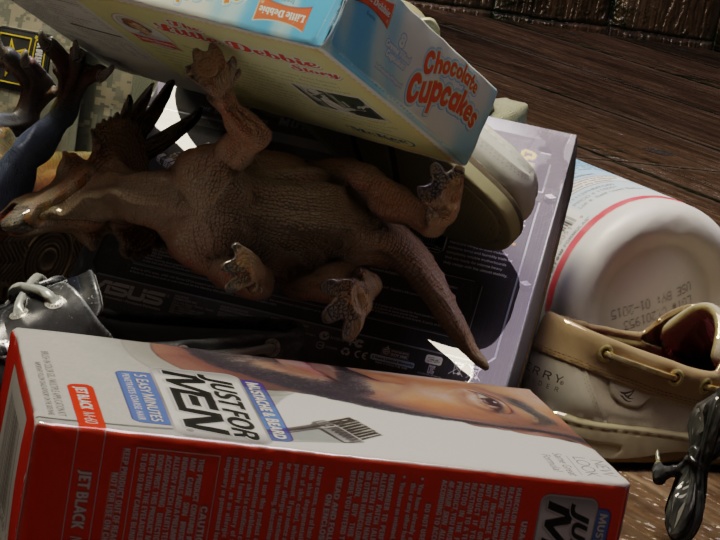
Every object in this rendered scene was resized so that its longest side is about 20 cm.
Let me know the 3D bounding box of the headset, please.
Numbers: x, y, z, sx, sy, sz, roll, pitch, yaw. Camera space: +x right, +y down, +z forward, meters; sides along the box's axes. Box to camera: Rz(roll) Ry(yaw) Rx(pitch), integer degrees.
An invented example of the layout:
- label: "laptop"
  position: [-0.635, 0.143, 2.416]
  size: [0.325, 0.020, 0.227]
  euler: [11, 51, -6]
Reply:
- label: "headset"
  position: [0.203, 0.089, 0.839]
  size: [0.199, 0.095, 0.123]
  euler: [21, -2, -41]

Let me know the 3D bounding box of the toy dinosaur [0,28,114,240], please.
- label: "toy dinosaur"
  position: [-0.172, -0.017, 0.831]
  size: [0.105, 0.182, 0.200]
  euler: [13, -24, 42]

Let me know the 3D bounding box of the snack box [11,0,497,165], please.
- label: "snack box"
  position: [-0.057, -0.099, 0.774]
  size: [0.199, 0.037, 0.116]
  euler: [18, -8, 34]

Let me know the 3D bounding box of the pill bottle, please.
- label: "pill bottle"
  position: [0.099, -0.007, 1.036]
  size: [0.108, 0.110, 0.200]
  euler: [4, 15, -30]

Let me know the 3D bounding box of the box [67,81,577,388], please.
- label: "box"
  position: [-0.016, -0.010, 0.876]
  size: [0.198, 0.049, 0.159]
  euler: [13, 54, 8]

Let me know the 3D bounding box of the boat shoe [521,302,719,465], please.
- label: "boat shoe"
  position: [0.158, 0.050, 0.922]
  size: [0.199, 0.070, 0.074]
  euler: [2, 15, -37]

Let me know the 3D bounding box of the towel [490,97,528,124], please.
- label: "towel"
  position: [-0.036, -0.053, 1.049]
  size: [0.192, 0.035, 0.200]
  euler: [-7, 15, 42]

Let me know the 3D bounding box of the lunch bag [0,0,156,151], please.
- label: "lunch bag"
  position: [-0.149, -0.122, 1.201]
  size: [0.198, 0.165, 0.118]
  euler: [8, 6, -5]

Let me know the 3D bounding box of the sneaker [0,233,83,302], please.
- label: "sneaker"
  position: [-0.218, -0.027, 0.939]
  size: [0.108, 0.071, 0.199]
  euler: [22, 19, 35]

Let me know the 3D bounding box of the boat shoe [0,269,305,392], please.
- label: "boat shoe"
  position: [-0.117, 0.032, 0.760]
  size: [0.198, 0.068, 0.072]
  euler: [8, 12, -15]

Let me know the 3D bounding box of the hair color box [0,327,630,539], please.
- label: "hair color box"
  position: [-0.022, 0.073, 0.674]
  size: [0.198, 0.064, 0.111]
  euler: [9, 11, -16]

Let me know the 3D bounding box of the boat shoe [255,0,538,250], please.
- label: "boat shoe"
  position: [0.006, -0.086, 0.856]
  size: [0.200, 0.075, 0.068]
  euler: [37, 66, 25]

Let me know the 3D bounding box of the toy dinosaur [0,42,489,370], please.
- label: "toy dinosaur"
  position: [-0.038, -0.023, 0.794]
  size: [0.199, 0.086, 0.135]
  euler: [21, -7, -17]
